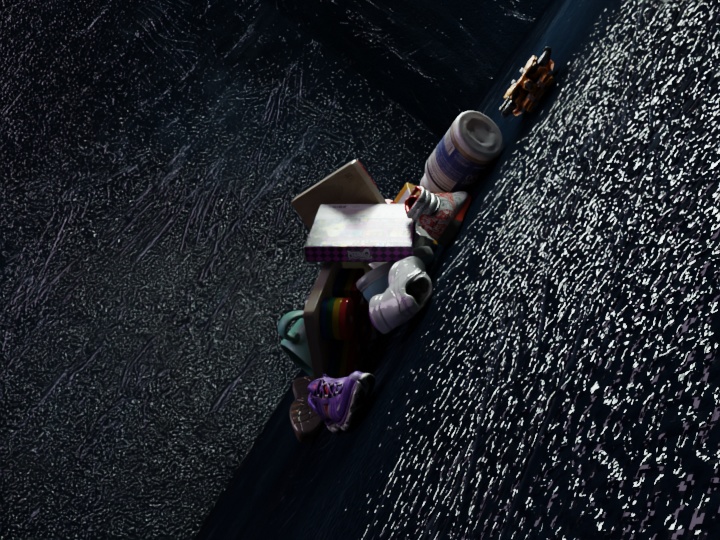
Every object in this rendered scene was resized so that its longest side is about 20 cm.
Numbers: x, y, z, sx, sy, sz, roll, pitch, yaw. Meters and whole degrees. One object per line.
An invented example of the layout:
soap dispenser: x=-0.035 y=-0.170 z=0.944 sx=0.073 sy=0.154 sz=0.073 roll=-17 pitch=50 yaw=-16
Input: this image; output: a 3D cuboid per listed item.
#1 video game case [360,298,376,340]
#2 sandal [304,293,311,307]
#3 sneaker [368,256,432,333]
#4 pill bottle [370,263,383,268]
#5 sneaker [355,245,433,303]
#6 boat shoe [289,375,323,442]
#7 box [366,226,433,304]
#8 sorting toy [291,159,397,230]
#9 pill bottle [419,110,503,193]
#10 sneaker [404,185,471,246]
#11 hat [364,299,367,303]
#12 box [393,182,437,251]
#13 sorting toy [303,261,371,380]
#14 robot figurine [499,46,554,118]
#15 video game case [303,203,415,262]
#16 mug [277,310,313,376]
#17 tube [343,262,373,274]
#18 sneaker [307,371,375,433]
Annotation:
video game case: x=-0.026 y=0.066 z=1.450 sx=0.017 sy=0.147 sz=0.199 roll=-22 pitch=8 yaw=-14
sandal: x=-0.084 y=0.067 z=1.506 sx=0.203 sy=0.080 sz=0.051 roll=136 pitch=139 yaw=-74
sneaker: x=0.085 y=0.031 z=1.102 sx=0.098 sy=0.076 sz=0.201 roll=-27 pitch=15 yaw=29
pill bottle: x=0.079 y=-0.056 z=1.655 sx=0.202 sy=0.110 sz=0.111 roll=-56 pitch=2 yaw=6
sneaker: x=0.075 y=0.022 z=1.247 sx=0.198 sy=0.083 sz=0.074 roll=-26 pitch=-9 yaw=-41
boat shoe: x=-0.102 y=0.286 z=1.375 sx=0.201 sy=0.073 sz=0.074 roll=-93 pitch=0 yaw=-70
box: x=0.075 y=0.009 z=1.356 sx=0.203 sy=0.038 sz=0.042 roll=-60 pitch=37 yaw=21
sorting toy: x=-0.012 y=-0.118 z=1.435 sx=0.198 sy=0.200 sz=0.070 roll=-24 pitch=21 yaw=41
pill bottle: x=0.199 y=-0.220 z=1.412 sx=0.112 sy=0.110 sz=0.201 roll=-56 pitch=2 yaw=-35
sneaker: x=0.145 y=-0.128 z=1.294 sx=0.068 sy=0.107 sz=0.202 roll=-52 pitch=4 yaw=31
hat: x=0.011 y=0.071 z=1.566 sx=0.199 sy=0.079 sz=0.207 roll=13 pitch=105 yaw=62
box: x=0.100 y=-0.071 z=1.439 sx=0.120 sy=0.041 sz=0.203 roll=-53 pitch=36 yaw=36
sorting toy: x=-0.032 y=0.102 z=1.245 sx=0.201 sy=0.067 sz=0.205 roll=-70 pitch=-23 yaw=-55
robot figurine: x=0.324 y=-0.355 z=1.317 sx=0.146 sy=0.058 sz=0.200 roll=-56 pitch=2 yaw=21
video game case: x=0.006 y=-0.072 z=1.276 sx=0.183 sy=0.193 sz=0.037 roll=-78 pitch=-14 yaw=-60
mug: x=-0.085 y=0.157 z=1.470 sx=0.115 sy=0.151 sz=0.186 roll=-49 pitch=-20 yaw=-15
tube: x=0.000 y=0.000 z=1.433 sx=0.052 sy=0.199 sz=0.058 roll=-46 pitch=5 yaw=44
sneaker: x=-0.040 y=0.193 z=1.039 sx=0.081 sy=0.083 sz=0.200 roll=-56 pitch=3 yaw=-29
